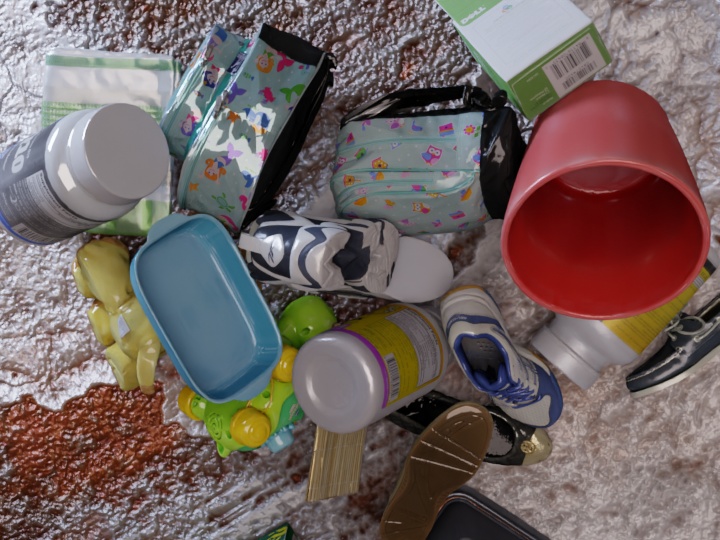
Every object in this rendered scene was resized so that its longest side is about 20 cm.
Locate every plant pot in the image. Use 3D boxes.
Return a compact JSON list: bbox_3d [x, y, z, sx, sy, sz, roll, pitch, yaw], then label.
[{"bbox_3d":[0.237,-0.081,1.358,0.200,0.177,0.201,4,132,4],"label":"plant pot"}]

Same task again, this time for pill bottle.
[{"bbox_3d":[0.024,0.093,1.430,0.104,0.200,0.104,8,105,31],"label":"pill bottle"},{"bbox_3d":[0.276,0.027,1.465,0.112,0.112,0.200,40,95,-3],"label":"pill bottle"},{"bbox_3d":[-0.284,-0.097,1.387,0.114,0.200,0.114,11,73,-38],"label":"pill bottle"}]

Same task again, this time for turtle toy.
[{"bbox_3d":[-0.096,0.113,1.479,0.101,0.146,0.200,35,80,-38],"label":"turtle toy"}]

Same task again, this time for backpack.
[{"bbox_3d":[0.067,-0.105,1.429,0.200,0.167,0.127,-1,64,14],"label":"backpack"},{"bbox_3d":[-0.124,-0.144,1.410,0.150,0.178,0.200,20,84,-4],"label":"backpack"}]

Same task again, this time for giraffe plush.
[{"bbox_3d":[-0.195,0.027,1.458,0.162,0.200,0.173,-23,104,-21],"label":"giraffe plush"}]

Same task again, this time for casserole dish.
[{"bbox_3d":[-0.157,0.039,1.368,0.121,0.039,0.200,-36,105,-37],"label":"casserole dish"}]

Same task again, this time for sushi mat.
[{"bbox_3d":[-0.016,0.153,1.501,0.012,0.096,0.200,12,98,32],"label":"sushi mat"}]

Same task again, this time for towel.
[{"bbox_3d":[-0.273,-0.138,1.503,0.149,0.031,0.200,4,99,3],"label":"towel"}]

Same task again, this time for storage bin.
[{"bbox_3d":[0.143,0.349,1.494,0.200,0.134,0.146,34,96,-2],"label":"storage bin"}]

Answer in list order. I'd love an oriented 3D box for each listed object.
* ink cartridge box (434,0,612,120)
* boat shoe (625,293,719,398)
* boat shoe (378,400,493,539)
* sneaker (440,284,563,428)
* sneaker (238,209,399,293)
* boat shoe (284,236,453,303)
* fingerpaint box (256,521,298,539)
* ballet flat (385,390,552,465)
[{"bbox_3d":[0.165,-0.248,1.424,0.104,0.200,0.059,-35,129,4],"label":"ink cartridge box"},{"bbox_3d":[0.365,0.066,1.487,0.200,0.075,0.062,-33,96,3],"label":"boat shoe"},{"bbox_3d":[0.078,0.211,1.489,0.071,0.065,0.200,29,115,-5],"label":"boat shoe"},{"bbox_3d":[0.144,0.110,1.446,0.075,0.088,0.200,-31,117,22],"label":"sneaker"},{"bbox_3d":[-0.049,-0.023,1.388,0.130,0.199,0.080,15,104,24],"label":"sneaker"},{"bbox_3d":[0.000,0.000,1.492,0.200,0.068,0.072,0,89,-21],"label":"boat shoe"},{"bbox_3d":[-0.101,0.412,1.535,0.167,0.073,0.200,-30,95,4],"label":"fingerpaint box"},{"bbox_3d":[0.114,0.174,1.512,0.200,0.057,0.067,16,97,-1],"label":"ballet flat"}]
